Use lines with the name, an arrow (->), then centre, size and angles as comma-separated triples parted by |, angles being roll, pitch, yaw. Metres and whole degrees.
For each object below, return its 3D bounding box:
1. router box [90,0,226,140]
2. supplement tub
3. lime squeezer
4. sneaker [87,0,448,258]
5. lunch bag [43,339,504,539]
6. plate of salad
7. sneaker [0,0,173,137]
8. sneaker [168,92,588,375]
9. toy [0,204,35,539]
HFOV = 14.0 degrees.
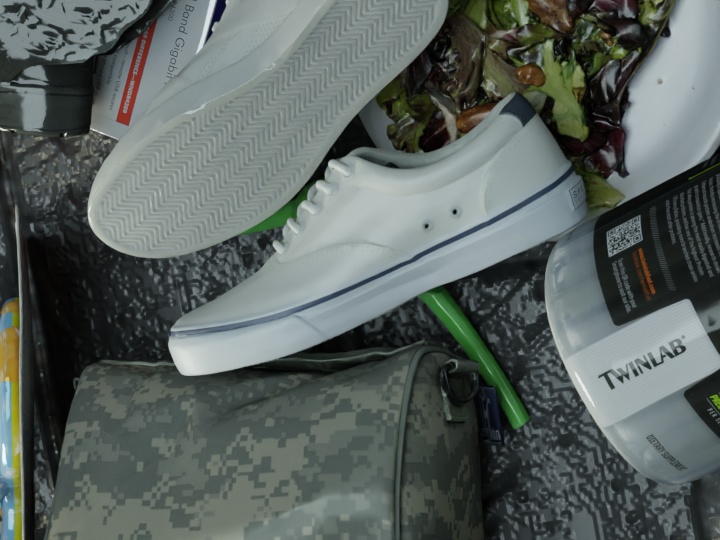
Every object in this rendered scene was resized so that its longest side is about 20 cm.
router box -> -0.129, -0.174, 1.391 | 0.179, 0.049, 0.200 | 22, 104, 19
supplement tub -> 0.189, -0.001, 1.237 | 0.200, 0.123, 0.123 | -28, 85, 23
lime squeezer -> 0.000, 0.000, 1.362 | 0.200, 0.038, 0.071 | 28, 102, 16
sneaker -> -0.046, -0.098, 1.319 | 0.200, 0.116, 0.074 | -39, 124, 19
lunch bag -> -0.040, 0.119, 1.336 | 0.200, 0.139, 0.168 | -3, 85, 23
plate of salad -> 0.078, -0.112, 1.312 | 0.200, 0.048, 0.200 | 3, 97, 22
sneaker -> -0.181, -0.122, 1.361 | 0.199, 0.060, 0.104 | 11, 102, 16
sneaker -> 0.000, -0.017, 1.303 | 0.200, 0.073, 0.071 | -25, 96, 6
toy -> -0.174, 0.077, 1.379 | 0.047, 0.115, 0.200 | -5, 83, -6
